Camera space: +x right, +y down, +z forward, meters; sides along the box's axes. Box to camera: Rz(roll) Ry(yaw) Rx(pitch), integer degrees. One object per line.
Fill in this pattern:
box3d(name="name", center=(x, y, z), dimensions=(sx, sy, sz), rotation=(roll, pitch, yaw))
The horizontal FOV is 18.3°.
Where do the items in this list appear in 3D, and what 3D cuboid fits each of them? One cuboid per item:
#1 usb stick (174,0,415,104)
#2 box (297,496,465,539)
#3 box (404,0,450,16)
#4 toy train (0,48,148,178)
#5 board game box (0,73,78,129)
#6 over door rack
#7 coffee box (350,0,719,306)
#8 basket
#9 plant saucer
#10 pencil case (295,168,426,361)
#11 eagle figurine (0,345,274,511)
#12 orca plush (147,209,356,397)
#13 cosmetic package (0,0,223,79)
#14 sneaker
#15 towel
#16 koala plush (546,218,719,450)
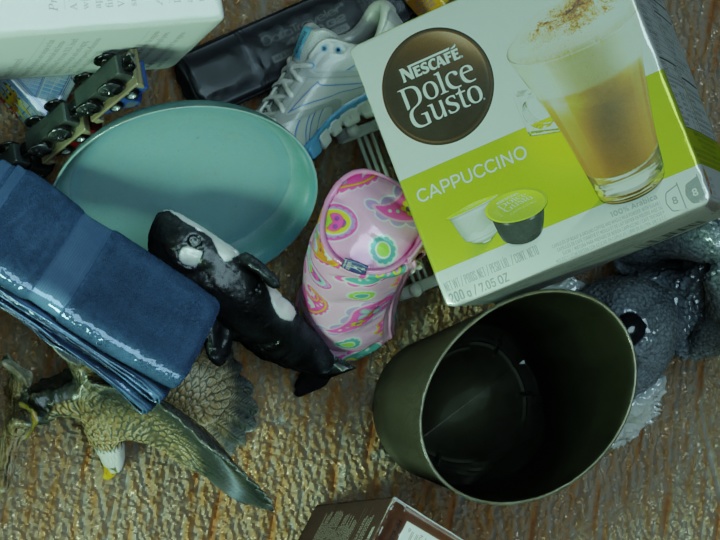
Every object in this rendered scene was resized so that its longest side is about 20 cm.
box3d(name="usb stick", center=(-0.051, -0.179, 1.748), dimensions=(0.199, 0.033, 0.056), rotation=(-26, 85, -18))
box3d(name="box", center=(0.020, 0.222, 1.635), dimensions=(0.100, 0.200, 0.075), rotation=(32, 73, -12))
box3d(name="box", center=(0.025, -0.309, 1.767), dimensions=(0.200, 0.041, 0.119), rotation=(48, 57, -9))
box3d(name="toy train", center=(-0.211, -0.102, 1.613), dimensions=(0.046, 0.200, 0.034), rotation=(10, 59, -38))
box3d(name="board game box", center=(-0.261, -0.211, 1.671), dimensions=(0.199, 0.062, 0.201), rotation=(15, 79, -15))
box3d(name="over door rack", center=(0.097, -0.079, 1.764), dimensions=(0.199, 0.067, 0.149), rotation=(-21, 91, -18))
box3d(name="coffee box", center=(0.136, -0.101, 1.592), dimensions=(0.199, 0.200, 0.199), rotation=(-22, 85, 15))
box3d(name="basket", center=(0.092, 0.098, 1.671), dimensions=(0.180, 0.200, 0.136), rotation=(-36, 95, -17))
box3d(name="plant saucer", center=(-0.131, -0.058, 1.643), dimensions=(0.199, 0.201, 0.028), rotation=(0, 49, -17))
box3d(name="pencil case", center=(0.000, 0.000, 1.655), dimensions=(0.087, 0.200, 0.088), rotation=(3, 68, -7))
box3d(name="eagle figurine", center=(-0.163, 0.102, 1.636), dimensions=(0.198, 0.151, 0.153), rotation=(1, 73, -6))
box3d(name="orca plush", center=(-0.096, 0.043, 1.660), dimensions=(0.071, 0.105, 0.200), rotation=(-58, 136, -20))
box3d(name="cosmetic package", center=(-0.217, -0.230, 1.568), dimensions=(0.199, 0.165, 0.166), rotation=(-5, 85, -18))
box3d(name="sneaker", center=(-0.043, -0.140, 1.708), dimensions=(0.200, 0.075, 0.087), rotation=(-36, 123, -18))
box3d(name="towel", center=(-0.199, 0.008, 1.564), dimensions=(0.199, 0.049, 0.112), rotation=(34, 40, -5))
box3d(name="koala plush", center=(0.228, 0.033, 1.762), dimensions=(0.200, 0.184, 0.178), rotation=(-41, 90, 4))
